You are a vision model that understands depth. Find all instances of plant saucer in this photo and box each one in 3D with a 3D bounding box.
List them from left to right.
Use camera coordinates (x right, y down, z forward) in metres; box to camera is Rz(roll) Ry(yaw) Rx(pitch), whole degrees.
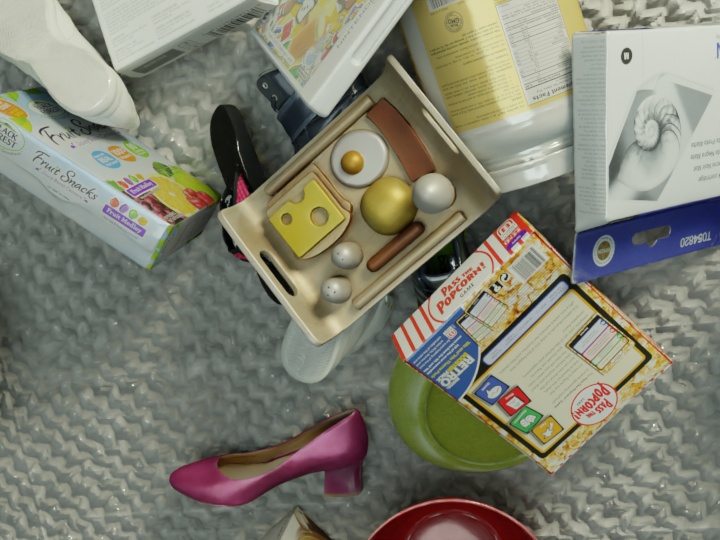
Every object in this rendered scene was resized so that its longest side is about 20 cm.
[{"bbox_3d":[0.126,0.112,0.912,0.200,0.031,0.200,-5,116,-10],"label":"plant saucer"}]

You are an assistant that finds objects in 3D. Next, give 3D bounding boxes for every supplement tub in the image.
[{"bbox_3d":[0.117,-0.176,0.820,0.145,0.145,0.200,-18,101,14],"label":"supplement tub"}]

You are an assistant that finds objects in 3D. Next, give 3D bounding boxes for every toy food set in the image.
[{"bbox_3d":[-0.005,-0.054,0.806,0.200,0.060,0.144,-40,83,13],"label":"toy food set"}]

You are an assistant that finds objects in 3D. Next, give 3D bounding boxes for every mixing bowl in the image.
[{"bbox_3d":[0.090,0.301,0.961,0.200,0.108,0.200,1,96,6],"label":"mixing bowl"}]

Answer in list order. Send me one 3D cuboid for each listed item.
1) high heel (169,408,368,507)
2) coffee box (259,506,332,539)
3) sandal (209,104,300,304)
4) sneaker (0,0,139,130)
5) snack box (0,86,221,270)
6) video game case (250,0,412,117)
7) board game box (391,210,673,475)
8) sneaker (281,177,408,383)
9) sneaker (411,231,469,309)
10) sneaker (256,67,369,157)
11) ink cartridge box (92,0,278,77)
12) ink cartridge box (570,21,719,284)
[{"bbox_3d":[-0.092,0.180,0.985,0.200,0.067,0.096,1,114,4],"label":"high heel"},{"bbox_3d":[-0.030,0.353,1.000,0.200,0.113,0.080,44,108,-3],"label":"coffee box"},{"bbox_3d":[-0.108,-0.056,0.893,0.075,0.045,0.200,-43,66,53],"label":"sandal"},{"bbox_3d":[-0.279,-0.198,0.925,0.075,0.088,0.200,-43,69,4],"label":"sneaker"},{"bbox_3d":[-0.240,-0.091,0.906,0.200,0.142,0.053,33,107,1],"label":"snack box"},{"bbox_3d":[-0.010,-0.234,0.803,0.023,0.200,0.182,30,105,-31],"label":"video game case"},{"bbox_3d":[0.150,0.068,0.852,0.152,0.046,0.200,-45,117,10],"label":"board game box"},{"bbox_3d":[0.000,0.000,0.904,0.074,0.116,0.200,32,109,13],"label":"sneaker"},{"bbox_3d":[0.075,0.015,0.910,0.074,0.081,0.200,-15,101,14],"label":"sneaker"},{"bbox_3d":[-0.055,-0.104,0.910,0.146,0.077,0.202,46,116,6],"label":"sneaker"},{"bbox_3d":[-0.177,-0.298,0.890,0.160,0.047,0.200,-21,83,25],"label":"ink cartridge box"},{"bbox_3d":[0.252,-0.098,0.808,0.041,0.199,0.200,17,115,52],"label":"ink cartridge box"}]
